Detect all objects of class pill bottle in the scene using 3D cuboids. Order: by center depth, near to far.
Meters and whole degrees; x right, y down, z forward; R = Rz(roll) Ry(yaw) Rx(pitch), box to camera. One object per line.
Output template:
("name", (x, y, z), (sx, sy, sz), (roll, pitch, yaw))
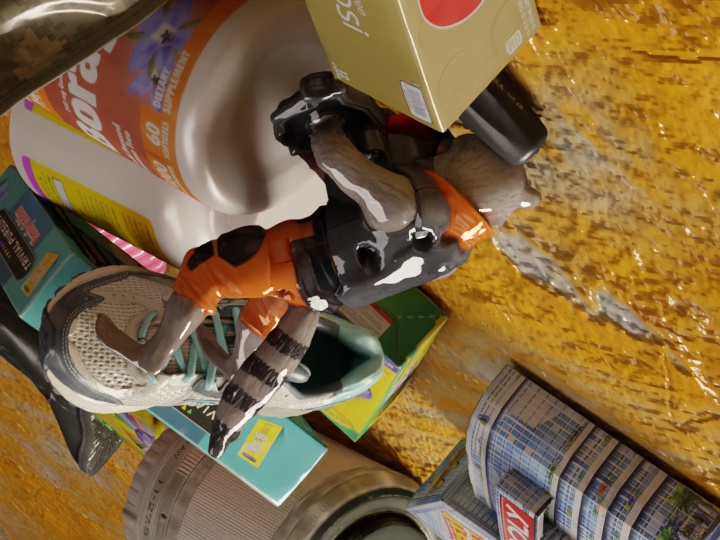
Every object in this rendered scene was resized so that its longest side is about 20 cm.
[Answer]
("pill bottle", (-0.106, -0.114, 1.037), (0.199, 0.112, 0.112), (29, 157, 34))
("pill bottle", (-0.093, -0.057, 1.143), (0.199, 0.104, 0.105), (26, 154, 42))

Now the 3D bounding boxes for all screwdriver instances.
("screwdriver", (0.005, -0.119, 0.925), (0.200, 0.029, 0.028), (41, 161, -8))

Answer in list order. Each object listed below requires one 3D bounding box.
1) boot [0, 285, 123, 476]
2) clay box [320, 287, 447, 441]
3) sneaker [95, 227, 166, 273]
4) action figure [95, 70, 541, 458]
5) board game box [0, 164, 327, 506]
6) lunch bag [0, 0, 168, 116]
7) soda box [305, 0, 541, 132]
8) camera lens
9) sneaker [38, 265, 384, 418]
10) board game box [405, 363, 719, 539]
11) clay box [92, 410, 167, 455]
("boot", (-0.291, 0.076, 1.863), (0.199, 0.066, 0.165), (34, 149, 13))
("clay box", (-0.021, 0.033, 1.272), (0.115, 0.048, 0.200), (42, 160, 6))
("sneaker", (-0.186, -0.040, 1.440), (0.096, 0.079, 0.200), (60, 167, 22))
("action figure", (0.000, 0.000, 0.991), (0.200, 0.193, 0.105), (30, -148, -58))
("board game box", (-0.125, 0.036, 1.228), (0.200, 0.047, 0.151), (40, -177, -30))
("lunch bag", (-0.173, -0.160, 0.944), (0.164, 0.200, 0.118), (29, 157, 36))
("soda box", (0.007, -0.149, 0.808), (0.064, 0.068, 0.201), (30, 157, 33))
("camera lens", (-0.050, 0.191, 1.487), (0.199, 0.160, 0.160), (22, 152, 47))
("sneaker", (-0.073, 0.035, 1.114), (0.199, 0.078, 0.086), (4, 172, -40))
("board game box", (0.112, 0.147, 1.226), (0.199, 0.062, 0.200), (33, 158, 26))
("clay box", (-0.189, 0.077, 1.671), (0.115, 0.048, 0.200), (39, 160, 12))
